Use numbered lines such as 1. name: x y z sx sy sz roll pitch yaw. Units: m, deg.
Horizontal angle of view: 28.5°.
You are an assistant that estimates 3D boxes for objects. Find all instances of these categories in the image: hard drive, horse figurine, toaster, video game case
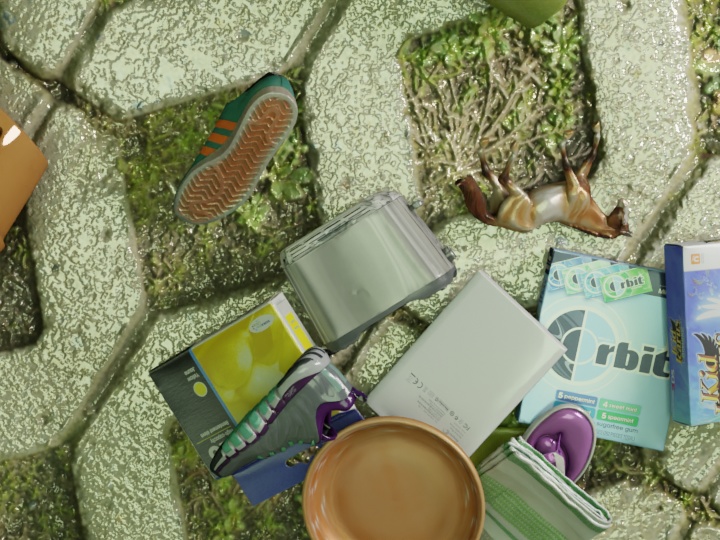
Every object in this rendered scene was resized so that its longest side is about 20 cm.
1. hard drive: 0.117 0.117 1.594 0.132 0.025 0.200 43 102 10
2. horse figurine: 0.201 -0.089 1.581 0.199 0.050 0.133 -9 112 -6
3. toaster: 0.000 0.000 1.570 0.200 0.114 0.129 -32 90 12
4. video game case: 0.430 0.063 1.571 0.181 0.045 0.201 -5 95 -16

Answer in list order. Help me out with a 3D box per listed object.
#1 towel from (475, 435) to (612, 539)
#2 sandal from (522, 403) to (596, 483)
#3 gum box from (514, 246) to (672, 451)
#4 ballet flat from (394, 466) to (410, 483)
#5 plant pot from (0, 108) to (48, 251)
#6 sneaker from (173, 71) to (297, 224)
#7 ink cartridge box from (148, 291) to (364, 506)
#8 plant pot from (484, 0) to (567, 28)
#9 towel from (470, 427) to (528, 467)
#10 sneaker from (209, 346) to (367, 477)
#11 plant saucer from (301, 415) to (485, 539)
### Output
1. towel: 0.163 0.287 1.583 0.149 0.031 0.200 41 124 -5
2. sandal: 0.198 0.240 1.592 0.082 0.050 0.203 29 110 -9
3. gum box: 0.278 0.088 1.603 0.169 0.045 0.201 12 94 1
4. ballet flat: 0.032 0.265 1.606 0.069 0.069 0.200 29 106 -1
5. plant pot: -0.437 -0.116 1.541 0.200 0.200 0.140 43 79 -2
6. sneaker: -0.138 -0.137 1.588 0.071 0.080 0.200 33 115 -23
7. ink cartridge box: -0.112 0.153 1.584 0.197 0.047 0.200 -31 92 28
8. plant pot: 0.153 -0.363 1.507 0.184 0.200 0.201 37 95 -14
9. towel: 0.103 0.221 1.634 0.199 0.018 0.086 1 96 1
10. sneaker: -0.081 0.174 1.516 0.088 0.074 0.200 42 119 -1
11. plant saucer: 0.036 0.251 1.543 0.199 0.037 0.201 2 103 8
